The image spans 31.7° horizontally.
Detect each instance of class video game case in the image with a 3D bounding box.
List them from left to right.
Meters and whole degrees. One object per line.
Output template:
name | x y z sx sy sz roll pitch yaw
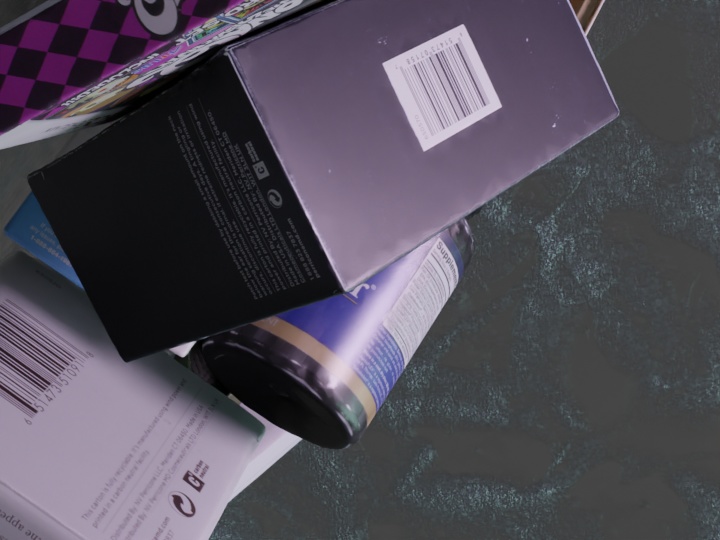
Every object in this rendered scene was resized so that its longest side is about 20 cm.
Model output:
video game case | -0.043 -0.109 0.484 0.200 0.036 0.181 -27 -173 10

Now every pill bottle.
pill bottle | 0.000 0.000 0.784 0.200 0.112 0.112 -56 -175 -23

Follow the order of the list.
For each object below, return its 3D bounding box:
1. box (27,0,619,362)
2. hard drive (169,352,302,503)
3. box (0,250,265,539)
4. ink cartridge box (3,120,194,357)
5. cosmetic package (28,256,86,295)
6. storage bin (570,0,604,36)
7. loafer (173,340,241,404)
box | -0.017 -0.058 0.593 0.200 0.104 0.182 -32 -170 -39
hard drive | -0.106 0.102 0.934 0.200 0.132 0.027 -36 136 -52
box | -0.186 0.122 0.725 0.131 0.200 0.199 -52 -176 23
ink cartridge box | -0.099 -0.067 0.776 0.200 0.128 0.125 -55 -176 -2
cosmetic package | -0.241 0.083 0.877 0.082 0.051 0.200 14 122 -49
storage bin | 0.043 -0.199 0.753 0.094 0.200 0.199 -47 -172 42
loafer | -0.091 0.058 0.895 0.070 0.075 0.200 -43 -167 32
